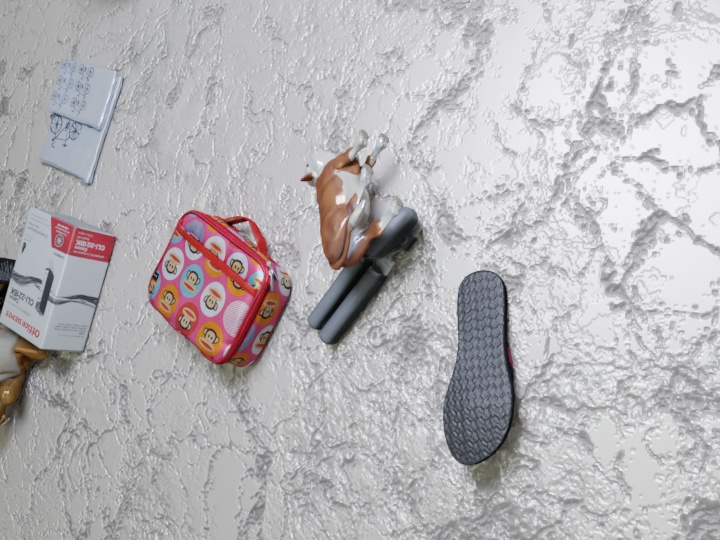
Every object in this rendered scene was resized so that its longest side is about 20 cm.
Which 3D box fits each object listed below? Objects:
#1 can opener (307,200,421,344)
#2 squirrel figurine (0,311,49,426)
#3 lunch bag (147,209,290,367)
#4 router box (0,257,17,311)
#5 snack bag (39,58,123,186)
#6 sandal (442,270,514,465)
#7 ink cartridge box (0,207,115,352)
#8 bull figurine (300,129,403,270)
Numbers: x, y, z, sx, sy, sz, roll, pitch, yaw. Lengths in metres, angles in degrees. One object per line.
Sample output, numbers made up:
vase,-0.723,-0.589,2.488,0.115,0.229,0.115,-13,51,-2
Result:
can opener,0.000,0.000,0.767,0.053,0.066,0.202,46,111,28
squirrel figurine,-0.654,0.183,1.134,0.198,0.139,0.192,33,110,46
lunch bag,-0.188,0.012,0.877,0.198,0.081,0.180,33,96,30
router box,-0.691,0.044,1.146,0.197,0.156,0.054,-30,68,24
snack bag,-0.516,-0.273,1.164,0.185,0.021,0.206,21,94,33
sandal,0.131,0.102,0.681,0.073,0.045,0.207,-3,67,26
ink cartridge box,-0.508,0.016,1.075,0.141,0.083,0.207,18,92,32
bull figurine,-0.016,-0.094,0.748,0.122,0.064,0.204,-47,39,33
